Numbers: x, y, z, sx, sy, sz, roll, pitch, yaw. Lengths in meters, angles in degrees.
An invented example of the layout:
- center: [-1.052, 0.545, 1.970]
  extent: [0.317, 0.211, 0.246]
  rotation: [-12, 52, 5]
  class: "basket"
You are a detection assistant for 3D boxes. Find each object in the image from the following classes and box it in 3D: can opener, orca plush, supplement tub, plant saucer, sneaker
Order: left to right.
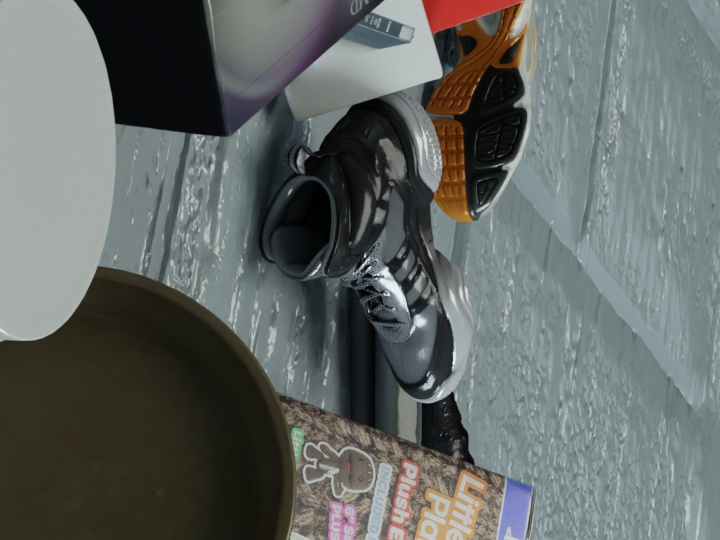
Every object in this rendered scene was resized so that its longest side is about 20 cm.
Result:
- center: [-0.200, -0.042, 0.977]
  extent: [0.144, 0.199, 0.145]
  rotation: [3, 90, -69]
  class: "supplement tub"
- center: [-0.127, 0.095, 1.217]
  extent: [0.029, 0.199, 0.201]
  rotation: [100, 1, -68]
  class: "plant saucer"
- center: [0.000, 0.000, 1.660]
  extent: [0.114, 0.075, 0.201]
  rotation: [-29, 118, -39]
  class: "sneaker"
- center: [0.006, 0.019, 1.761]
  extent: [0.066, 0.053, 0.201]
  rotation: [-12, 105, -33]
  class: "can opener"
- center: [0.061, 0.154, 1.821]
  extent: [0.105, 0.071, 0.201]
  rotation: [141, -46, -73]
  class: "orca plush"
- center: [0.092, -0.123, 1.924]
  extent: [0.092, 0.075, 0.201]
  rotation: [50, 47, -67]
  class: "sneaker"

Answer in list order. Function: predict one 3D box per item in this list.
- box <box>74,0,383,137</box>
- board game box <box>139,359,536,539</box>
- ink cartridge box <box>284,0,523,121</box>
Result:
- center: [-0.075, -0.199, 1.361]
  extent: [0.200, 0.123, 0.199]
  rotation: [-46, 136, -46]
  class: "box"
- center: [-0.044, 0.133, 1.348]
  extent: [0.199, 0.159, 0.097]
  rotation: [22, 67, -26]
  class: "board game box"
- center: [0.018, -0.192, 1.574]
  extent: [0.200, 0.175, 0.045]
  rotation: [70, 3, -45]
  class: "ink cartridge box"
